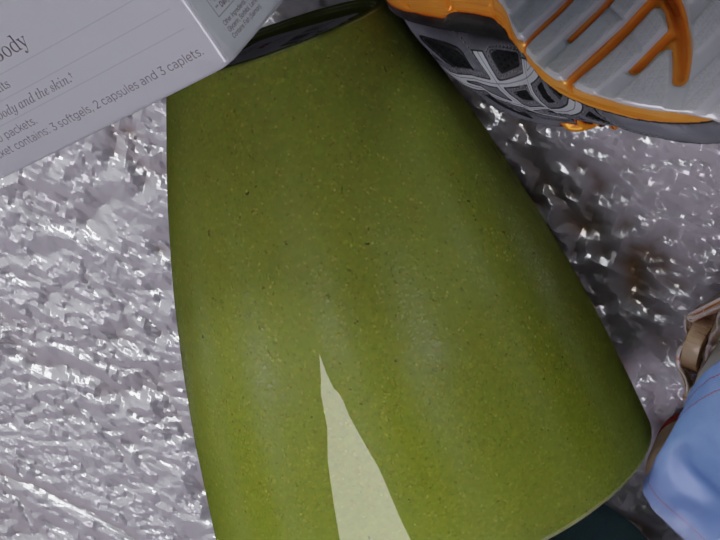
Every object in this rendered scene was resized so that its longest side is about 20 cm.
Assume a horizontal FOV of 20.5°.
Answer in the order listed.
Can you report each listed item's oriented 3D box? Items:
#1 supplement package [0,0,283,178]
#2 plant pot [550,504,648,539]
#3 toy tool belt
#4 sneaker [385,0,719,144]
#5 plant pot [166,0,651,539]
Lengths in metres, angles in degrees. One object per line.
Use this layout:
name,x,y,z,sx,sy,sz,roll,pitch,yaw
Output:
supplement package,-0.123,-0.167,0.726,0.151,0.151,0.200,-20,115,40
plant pot,0.077,0.179,0.916,0.199,0.135,0.201,15,132,18
toy tool belt,0.168,0.073,0.785,0.125,0.123,0.200,39,135,-6
sneaker,0.082,-0.084,0.709,0.200,0.078,0.077,35,164,51
plant pot,0.000,0.000,0.800,0.186,0.187,0.201,-10,106,34
